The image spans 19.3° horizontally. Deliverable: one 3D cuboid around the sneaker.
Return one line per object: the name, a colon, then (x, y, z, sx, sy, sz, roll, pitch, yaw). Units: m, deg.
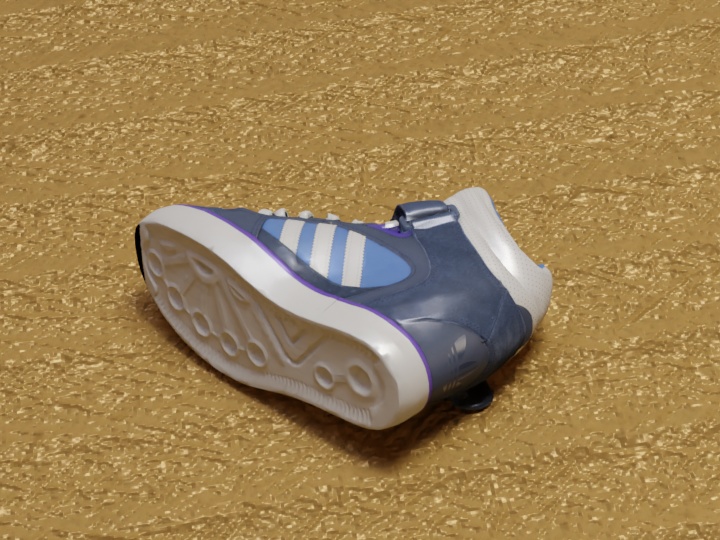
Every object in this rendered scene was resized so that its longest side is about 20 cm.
sneaker: (0.000, 0.000, 1.073, 0.199, 0.081, 0.146, 26, 42, 36)
